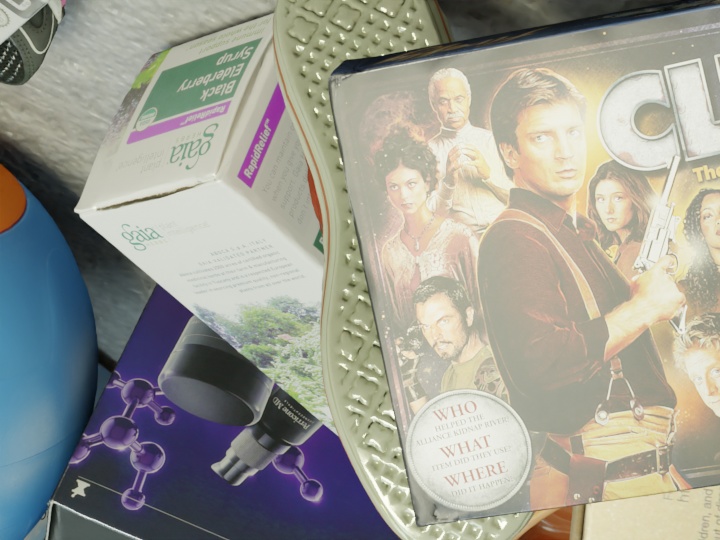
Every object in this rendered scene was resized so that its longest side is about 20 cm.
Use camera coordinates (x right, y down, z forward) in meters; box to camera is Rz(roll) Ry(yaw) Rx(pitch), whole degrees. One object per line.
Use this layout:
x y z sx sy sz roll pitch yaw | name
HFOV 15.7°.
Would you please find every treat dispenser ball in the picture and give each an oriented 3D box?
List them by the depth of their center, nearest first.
-0.206 0.036 1.052 0.201 0.201 0.201 18 151 11 | treat dispenser ball

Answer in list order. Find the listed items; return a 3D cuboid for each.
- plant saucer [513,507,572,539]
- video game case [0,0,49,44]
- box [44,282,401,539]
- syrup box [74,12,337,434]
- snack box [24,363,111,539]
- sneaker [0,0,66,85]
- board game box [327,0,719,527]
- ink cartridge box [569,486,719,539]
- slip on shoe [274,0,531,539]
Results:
0.140 0.072 0.937 0.200 0.032 0.200 -13 158 -5 | plant saucer
-0.139 -0.143 0.825 0.143 0.018 0.200 37 131 -22 | video game case
-0.010 0.090 1.056 0.200 0.141 0.079 22 152 2 | box
0.000 0.000 0.959 0.079 0.081 0.200 -13 134 45 | syrup box
-0.223 0.111 1.226 0.200 0.169 0.068 -8 137 47 | snack box
-0.207 -0.108 0.928 0.200 0.086 0.080 25 153 -3 | sneaker
0.101 -0.009 0.733 0.200 0.035 0.136 -10 100 13 | board game box
0.151 0.048 0.794 0.165 0.075 0.200 8 106 10 | ink cartridge box
0.018 -0.005 0.834 0.074 0.200 0.061 -15 161 2 | slip on shoe
